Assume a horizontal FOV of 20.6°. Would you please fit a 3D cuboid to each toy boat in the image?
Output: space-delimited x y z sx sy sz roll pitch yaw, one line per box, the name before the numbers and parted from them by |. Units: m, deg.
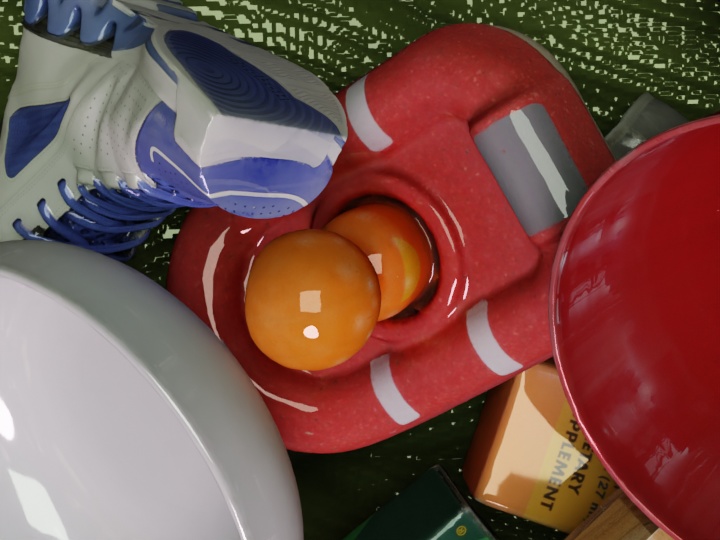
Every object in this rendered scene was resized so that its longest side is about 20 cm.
toy boat | 0.000 0.000 0.751 0.200 0.131 0.131 -31 88 36

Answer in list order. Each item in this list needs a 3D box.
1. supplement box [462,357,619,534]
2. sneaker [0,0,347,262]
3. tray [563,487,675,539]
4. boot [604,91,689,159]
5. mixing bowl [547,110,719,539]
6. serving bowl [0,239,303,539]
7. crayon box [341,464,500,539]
supplement box | 0.147 0.092 0.818 0.199 0.069 0.067 18 94 -5
sneaker | -0.086 -0.043 0.766 0.080 0.199 0.115 10 107 -36
tray | 0.129 0.181 0.791 0.099 0.037 0.200 -43 120 2
boot | 0.189 -0.004 0.815 0.200 0.073 0.182 37 52 20
mixing bowl | 0.177 0.012 0.682 0.200 0.108 0.201 18 128 24
serving bowl | -0.094 0.070 0.768 0.066 0.200 0.200 -38 93 -39
crayon box | -0.004 0.192 0.807 0.200 0.051 0.127 -39 111 0
